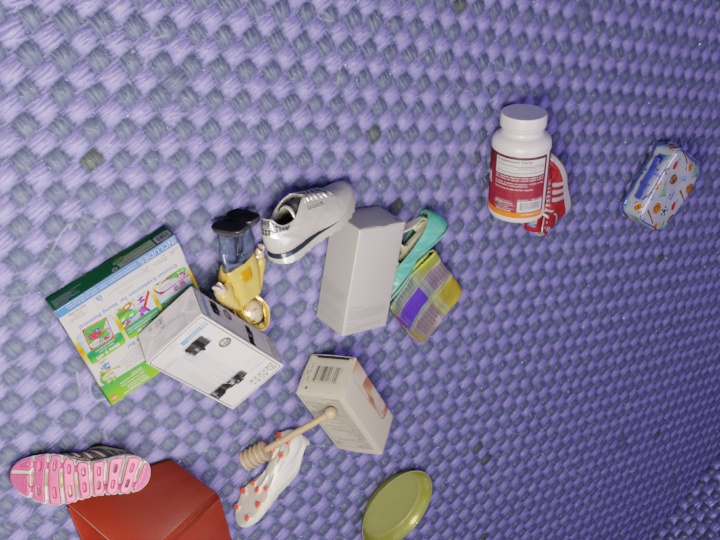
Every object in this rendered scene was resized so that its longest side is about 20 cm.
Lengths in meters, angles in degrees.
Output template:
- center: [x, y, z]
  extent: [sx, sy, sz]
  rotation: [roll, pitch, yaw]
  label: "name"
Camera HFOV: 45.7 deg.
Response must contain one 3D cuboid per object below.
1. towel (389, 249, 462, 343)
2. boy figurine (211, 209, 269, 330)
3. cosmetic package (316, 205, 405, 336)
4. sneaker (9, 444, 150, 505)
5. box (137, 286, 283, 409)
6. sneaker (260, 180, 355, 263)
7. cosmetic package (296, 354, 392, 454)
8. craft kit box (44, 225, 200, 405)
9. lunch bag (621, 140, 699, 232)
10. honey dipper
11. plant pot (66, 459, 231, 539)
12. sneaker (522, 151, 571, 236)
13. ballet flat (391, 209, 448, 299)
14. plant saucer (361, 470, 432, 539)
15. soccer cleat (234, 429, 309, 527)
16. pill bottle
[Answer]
- center: [0.127, 0.052, 1.638]
  extent: [0.144, 0.023, 0.200]
  rotation: [-50, 146, -6]
  label: "towel"
- center: [-0.185, 0.013, 1.318]
  extent: [0.124, 0.064, 0.202]
  rotation: [-42, 136, -49]
  label: "boy figurine"
- center: [0.000, 0.000, 1.470]
  extent: [0.107, 0.085, 0.202]
  rotation: [-9, 119, -38]
  label: "cosmetic package"
- center: [-0.421, 0.304, 1.286]
  extent: [0.197, 0.087, 0.075]
  rotation: [0, 89, -19]
  label: "sneaker"
- center: [-0.221, 0.121, 1.283]
  extent: [0.116, 0.060, 0.200]
  rotation: [-40, 138, 8]
  label: "box"
- center: [-0.078, -0.094, 1.337]
  extent: [0.200, 0.076, 0.081]
  rotation: [-45, 131, -37]
  label: "sneaker"
- center: [-0.025, 0.246, 1.564]
  extent: [0.201, 0.102, 0.088]
  rotation: [62, 39, -44]
  label: "cosmetic package"
- center: [-0.326, 0.067, 1.252]
  extent: [0.199, 0.048, 0.199]
  rotation: [-35, 130, -21]
  label: "craft kit box"
- center: [0.694, -0.198, 1.978]
  extent: [0.159, 0.075, 0.202]
  rotation: [19, 101, -43]
  label: "lunch bag"
- center: [-0.124, 0.294, 1.501]
  extent: [0.199, 0.038, 0.038]
  rotation: [-30, 138, 15]
  label: "honey dipper"
- center: [-0.321, 0.430, 1.375]
  extent: [0.176, 0.199, 0.202]
  rotation: [-37, 135, -36]
  label: "plant pot"
- center: [0.361, -0.149, 1.712]
  extent: [0.113, 0.071, 0.201]
  rotation: [-48, 138, -13]
  label: "sneaker"
- center: [0.075, -0.031, 1.545]
  extent: [0.070, 0.067, 0.201]
  rotation: [42, 83, -22]
  label: "ballet flat"
- center: [0.074, 0.519, 1.879]
  extent: [0.198, 0.031, 0.202]
  rotation: [-22, 127, -32]
  label: "plant saucer"
- center: [-0.159, 0.387, 1.572]
  extent: [0.077, 0.069, 0.201]
  rotation: [32, 88, -50]
  label: "soccer cleat"
- center: [0.299, -0.201, 1.597]
  extent: [0.112, 0.113, 0.202]
  rotation: [-22, 127, -30]
  label: "pill bottle"
